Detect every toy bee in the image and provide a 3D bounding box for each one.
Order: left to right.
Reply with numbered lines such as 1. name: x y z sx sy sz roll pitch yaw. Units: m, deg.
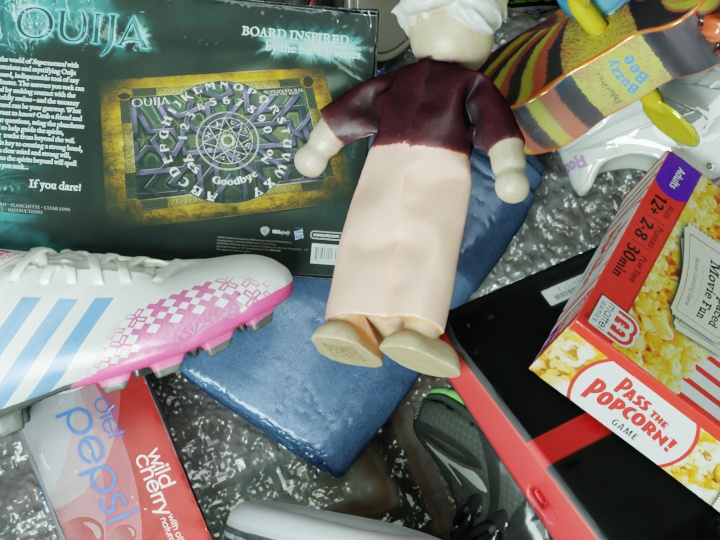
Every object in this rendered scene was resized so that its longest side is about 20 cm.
1. toy bee: 0.137 -0.122 1.296 0.131 0.109 0.200 24 112 -26

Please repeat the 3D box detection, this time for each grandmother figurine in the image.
1. grandmother figurine: 0.027 -0.054 1.267 0.121 0.061 0.200 10 74 16

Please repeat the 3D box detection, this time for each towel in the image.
1. towel: 0.000 0.000 1.360 0.112 0.049 0.200 34 74 6

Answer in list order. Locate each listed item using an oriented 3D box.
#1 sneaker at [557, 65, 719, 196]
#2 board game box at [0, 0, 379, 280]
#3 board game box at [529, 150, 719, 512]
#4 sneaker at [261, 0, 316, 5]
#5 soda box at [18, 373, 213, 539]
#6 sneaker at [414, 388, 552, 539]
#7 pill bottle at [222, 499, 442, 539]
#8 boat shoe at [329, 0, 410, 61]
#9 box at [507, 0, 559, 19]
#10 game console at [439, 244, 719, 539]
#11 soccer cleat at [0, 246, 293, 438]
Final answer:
1. sneaker: 0.196 -0.082 1.389 0.200 0.075 0.100 -6 81 4
2. board game box: -0.094 -0.069 1.300 0.200 0.028 0.136 5 94 -10
3. board game box: 0.195 0.052 1.305 0.200 0.046 0.152 37 43 -4
4. sneaker: -0.079 -0.082 1.367 0.071 0.098 0.201 18 94 -12
5. soda box: -0.134 0.074 1.323 0.070 0.063 0.200 -21 77 -8
6. sneaker: 0.072 0.147 1.301 0.084 0.077 0.200 -24 74 -8
7. pill bottle: -0.027 0.214 1.256 0.112 0.112 0.200 12 89 0
8. boat shoe: 0.017 -0.202 1.422 0.067 0.057 0.200 22 75 -34
9. box: 0.038 -0.192 1.353 0.200 0.070 0.064 16 68 -36
10. game console: 0.142 0.070 1.310 0.200 0.031 0.177 -22 69 -44
11. soccer cleat: -0.133 0.018 1.263 0.200 0.070 0.086 -22 94 -5
